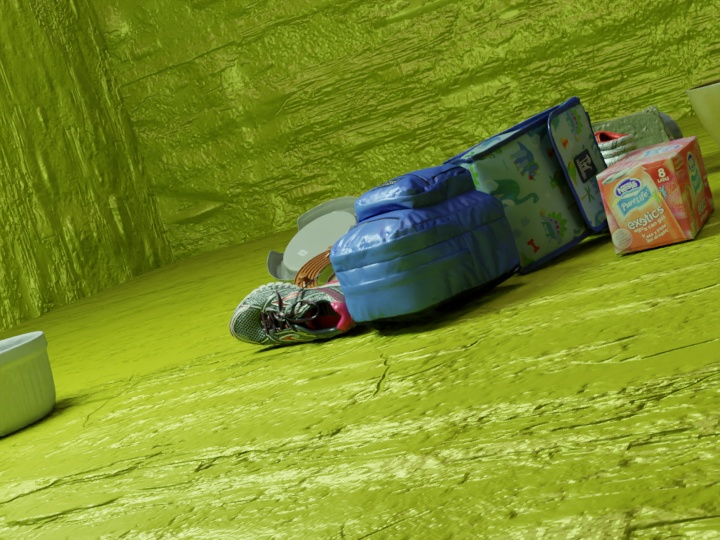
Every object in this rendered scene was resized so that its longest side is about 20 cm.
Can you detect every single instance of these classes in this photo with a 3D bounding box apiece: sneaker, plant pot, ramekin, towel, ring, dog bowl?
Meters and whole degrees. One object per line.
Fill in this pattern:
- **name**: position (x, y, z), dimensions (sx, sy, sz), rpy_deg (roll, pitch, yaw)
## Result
- **sneaker**: position (0.329, -0.141, 1.450), dimensions (0.067, 0.109, 0.201), rpy_deg (-22, 8, -34)
- **sneaker**: position (-0.084, 0.054, 1.263), dimensions (0.198, 0.081, 0.075), rpy_deg (-14, 9, 26)
- **plant pot**: position (0.650, -0.256, 1.632), dimensions (0.198, 0.143, 0.200), rpy_deg (-17, 7, 2)
- **ramekin**: position (-0.504, 0.164, 1.331), dimensions (0.198, 0.106, 0.200), rpy_deg (-18, 7, 2)
- **towel**: position (0.427, -0.181, 1.638), dimensions (0.198, 0.150, 0.037), rpy_deg (-18, -20, -4)
- **ring**: position (0.000, 0.000, 1.432), dimensions (0.198, 0.019, 0.201), rpy_deg (-8, 29, 5)
- **dog bowl**: position (-0.059, -0.036, 1.671), dimensions (0.199, 0.059, 0.201), rpy_deg (-25, 31, 17)

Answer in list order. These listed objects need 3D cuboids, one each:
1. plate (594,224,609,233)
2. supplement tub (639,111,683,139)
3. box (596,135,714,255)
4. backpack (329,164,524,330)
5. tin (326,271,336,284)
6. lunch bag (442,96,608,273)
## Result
- **plate**: position (0.365, -0.082, 1.453), dimensions (0.198, 0.026, 0.200), rpy_deg (-16, 7, 2)
- **supplement tub**: position (0.474, -0.206, 1.764), dimensions (0.199, 0.124, 0.122), rpy_deg (-24, 9, -41)
- **box**: position (0.369, -0.097, 1.236), dimensions (0.094, 0.104, 0.200), rpy_deg (-13, 7, 29)
- **backpack**: position (0.059, -0.025, 1.187), dimensions (0.199, 0.169, 0.162), rpy_deg (-28, 6, -40)
- **tin**: position (0.045, 0.005, 1.343), dimensions (0.199, 0.042, 0.112), rpy_deg (-27, 34, -30)
- **lunch bag**: position (0.238, -0.112, 1.311), dimensions (0.199, 0.171, 0.127), rpy_deg (-28, 10, -16)
